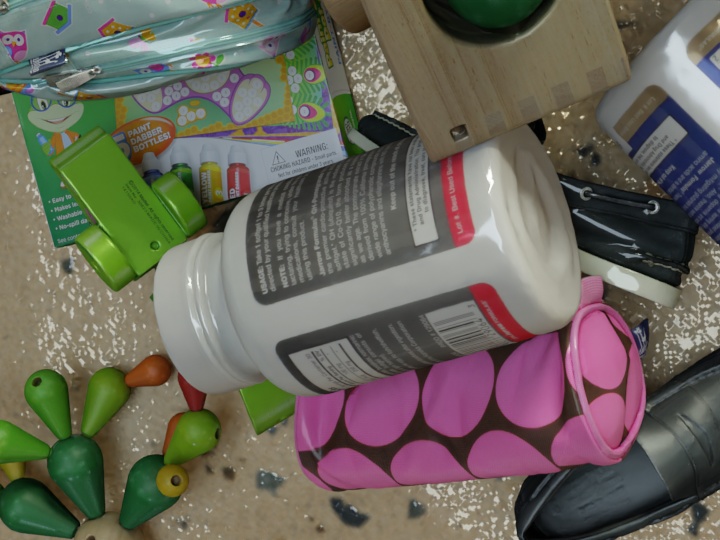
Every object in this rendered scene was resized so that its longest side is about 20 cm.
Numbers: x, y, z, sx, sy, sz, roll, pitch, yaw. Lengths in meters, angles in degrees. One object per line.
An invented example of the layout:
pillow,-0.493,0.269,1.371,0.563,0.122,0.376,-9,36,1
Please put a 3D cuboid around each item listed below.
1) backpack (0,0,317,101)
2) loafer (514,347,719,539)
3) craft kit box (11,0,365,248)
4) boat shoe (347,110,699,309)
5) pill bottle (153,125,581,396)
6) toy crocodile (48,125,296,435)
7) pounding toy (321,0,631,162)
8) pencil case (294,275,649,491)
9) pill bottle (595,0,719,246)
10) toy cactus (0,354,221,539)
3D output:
backpack,-0.121,-0.156,0.838,0.199,0.167,0.127,-9,115,17
loafer,0.169,0.096,0.852,0.200,0.070,0.068,-33,90,20
craft kit box,-0.112,-0.132,0.930,0.199,0.048,0.198,-15,91,20
boat shoe,0.090,-0.051,0.857,0.199,0.074,0.066,28,96,18
pill bottle,0.000,0.000,0.802,0.199,0.111,0.111,-17,93,24
toy crocodile,-0.100,0.006,0.906,0.067,0.062,0.200,-43,95,-14
pounding toy,0.018,-0.157,0.715,0.142,0.200,0.185,-22,127,6
pencil case,0.053,0.065,0.861,0.199,0.091,0.094,-13,95,35
pill bottle,0.222,-0.047,0.792,0.200,0.111,0.111,46,109,7
toy cactus,-0.164,0.139,0.970,0.199,0.102,0.166,-16,103,10
